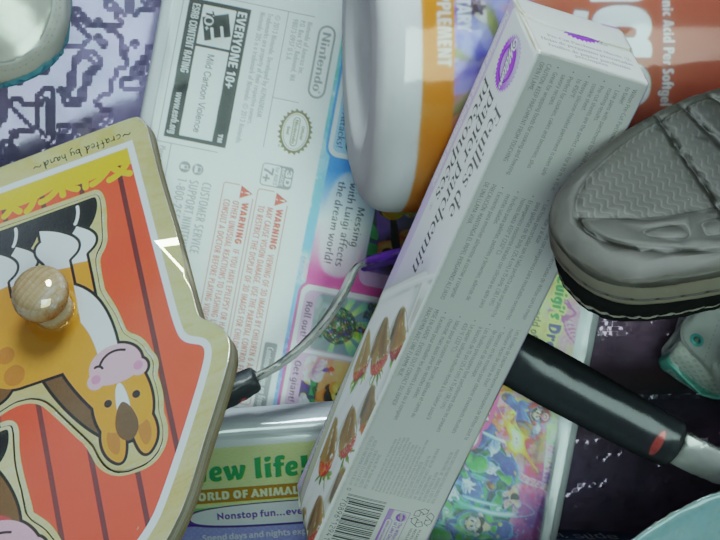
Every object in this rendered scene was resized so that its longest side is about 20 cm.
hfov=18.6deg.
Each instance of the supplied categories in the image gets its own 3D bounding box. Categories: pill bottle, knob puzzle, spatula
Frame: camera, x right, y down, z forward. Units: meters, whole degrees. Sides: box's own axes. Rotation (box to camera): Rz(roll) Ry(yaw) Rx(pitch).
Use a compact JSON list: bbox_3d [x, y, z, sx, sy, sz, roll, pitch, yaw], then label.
[{"bbox_3d":[0.097,-0.077,0.758,0.199,0.112,0.113,-2,100,-8],"label":"pill bottle"},{"bbox_3d":[-0.137,0.055,0.738,0.218,0.030,0.221,-7,62,13],"label":"knob puzzle"},{"bbox_3d":[-0.026,0.025,0.764,0.199,0.057,0.021,-31,91,-10],"label":"spatula"},{"bbox_3d":[0.128,0.068,0.798,0.199,0.021,0.057,26,115,-5],"label":"spatula"}]

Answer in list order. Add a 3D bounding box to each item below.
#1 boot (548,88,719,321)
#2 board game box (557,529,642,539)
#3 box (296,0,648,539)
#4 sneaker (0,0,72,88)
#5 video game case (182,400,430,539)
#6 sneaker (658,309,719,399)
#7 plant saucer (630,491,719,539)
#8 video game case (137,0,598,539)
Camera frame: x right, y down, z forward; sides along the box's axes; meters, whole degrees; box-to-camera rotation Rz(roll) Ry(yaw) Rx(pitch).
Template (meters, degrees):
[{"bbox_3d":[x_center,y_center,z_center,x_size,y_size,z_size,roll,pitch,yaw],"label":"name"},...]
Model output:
[{"bbox_3d":[0.145,0.007,0.714,0.199,0.073,0.151,-22,142,-23],"label":"boot"},{"bbox_3d":[0.030,0.168,0.856,0.199,0.034,0.136,4,98,-9],"label":"board game box"},{"bbox_3d":[0.032,0.010,0.713,0.041,0.039,0.201,13,119,-18],"label":"box"},{"bbox_3d":[-0.164,-0.151,0.752,0.076,0.081,0.201,-30,103,-4],"label":"sneaker"},{"bbox_3d":[-0.072,0.141,0.800,0.199,0.022,0.183,-4,105,-2],"label":"video game case"},{"bbox_3d":[0.161,0.039,0.842,0.088,0.075,0.201,-16,92,0],"label":"sneaker"},{"bbox_3d":[0.154,0.171,0.736,0.200,0.039,0.202,-1,73,3],"label":"plant saucer"},{"bbox_3d":[0.000,0.000,0.814,0.181,0.024,0.201,11,89,-7],"label":"video game case"}]
